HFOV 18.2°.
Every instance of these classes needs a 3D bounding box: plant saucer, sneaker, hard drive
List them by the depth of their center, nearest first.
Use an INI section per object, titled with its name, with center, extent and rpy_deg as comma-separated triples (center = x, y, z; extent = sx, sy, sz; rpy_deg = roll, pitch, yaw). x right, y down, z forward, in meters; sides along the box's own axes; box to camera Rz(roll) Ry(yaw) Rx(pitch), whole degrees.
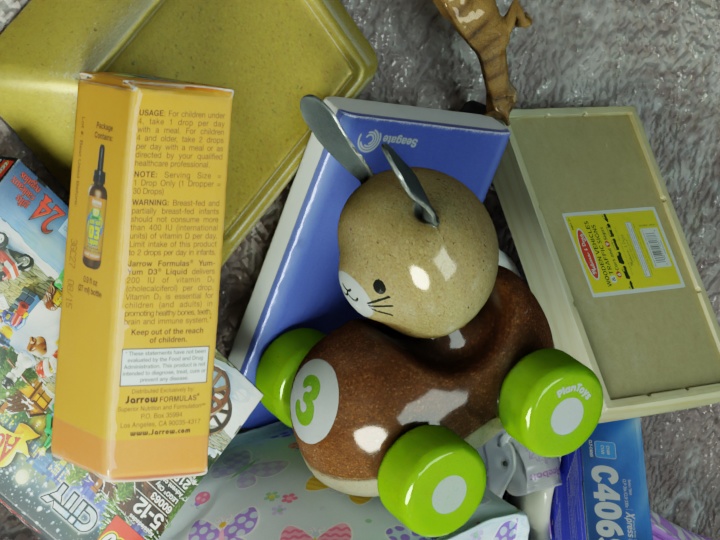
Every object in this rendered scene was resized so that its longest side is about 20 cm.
[plant saucer]
center = -0.082, -0.108, 1.225
extent = 0.200, 0.048, 0.200
rpy_deg = -52, 129, -17
[hard drive]
center = 0.000, 0.000, 1.304
extent = 0.131, 0.025, 0.201
rpy_deg = 3, 117, -41
[sneaker]
center = 0.094, 0.084, 1.398
extent = 0.074, 0.099, 0.202
rpy_deg = -15, 111, -31

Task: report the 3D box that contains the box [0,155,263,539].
[box]
center = -0.161, 0.056, 1.186
extent = 0.200, 0.038, 0.137
rpy_deg = 45, 71, -28

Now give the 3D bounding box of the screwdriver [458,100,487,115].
[screwdriver]
center = 0.024, -0.016, 1.365
extent = 0.201, 0.028, 0.029
rpy_deg = -59, 160, -3

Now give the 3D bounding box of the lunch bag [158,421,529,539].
[lunch bag]
center = -0.032, 0.172, 1.255
extent = 0.199, 0.169, 0.128
rpy_deg = -13, 117, -32

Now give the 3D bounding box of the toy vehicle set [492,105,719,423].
[toy vehicle set]
center = 0.154, -0.007, 1.396
extent = 0.124, 0.026, 0.201
rpy_deg = -4, 68, -39

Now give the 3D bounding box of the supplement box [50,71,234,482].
[supplement box]
center = -0.111, 0.002, 1.143
extent = 0.068, 0.066, 0.202
rpy_deg = -2, 100, -34

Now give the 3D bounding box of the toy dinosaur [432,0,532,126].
[toy dinosaur]
center = 0.055, -0.172, 1.306
extent = 0.200, 0.060, 0.107
rpy_deg = 50, 56, -30

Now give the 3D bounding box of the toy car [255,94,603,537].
[toy car]
center = 0.017, 0.007, 1.196
extent = 0.157, 0.164, 0.201
rpy_deg = -31, 125, -18

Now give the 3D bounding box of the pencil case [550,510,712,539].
[pencil case]
center = 0.196, 0.197, 1.528
extent = 0.200, 0.085, 0.084
rpy_deg = 30, 42, -44

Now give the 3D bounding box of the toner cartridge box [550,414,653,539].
[toner cartridge box]
center = 0.146, 0.133, 1.391
extent = 0.043, 0.201, 0.095
rpy_deg = 6, 136, -5
